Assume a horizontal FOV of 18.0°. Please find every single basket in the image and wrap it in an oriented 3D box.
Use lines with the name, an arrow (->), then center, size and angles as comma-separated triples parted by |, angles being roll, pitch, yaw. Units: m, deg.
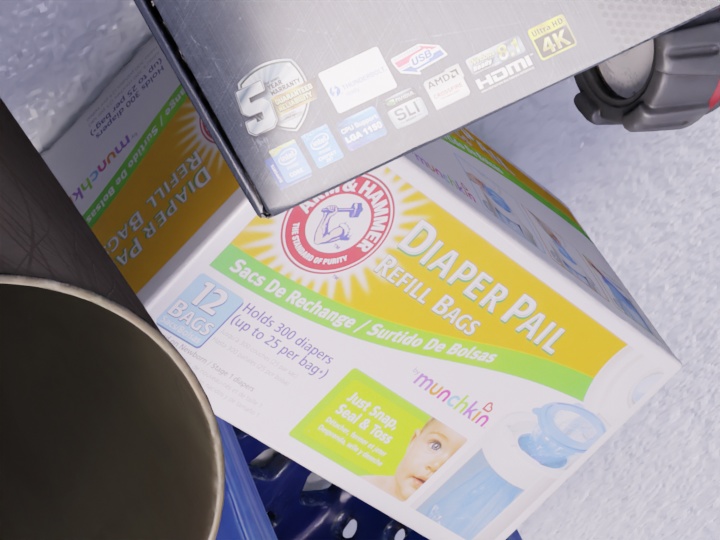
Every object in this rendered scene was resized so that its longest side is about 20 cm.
basket -> -0.140, 0.001, 0.628 | 0.135, 0.200, 0.181 | -29, 141, -7

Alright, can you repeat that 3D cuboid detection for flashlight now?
flashlight -> 0.172, -0.094, 0.875 | 0.199, 0.069, 0.068 | -7, 160, -33

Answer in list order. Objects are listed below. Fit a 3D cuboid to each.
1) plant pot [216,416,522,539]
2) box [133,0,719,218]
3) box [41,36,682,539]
plant pot -> -0.045, 0.153, 0.868 | 0.180, 0.201, 0.199 | -42, 142, 19
box -> 0.024, -0.126, 0.616 | 0.199, 0.051, 0.159 | -24, 108, 13
box -> 0.000, 0.000, 0.788 | 0.113, 0.102, 0.199 | -46, 131, 13
